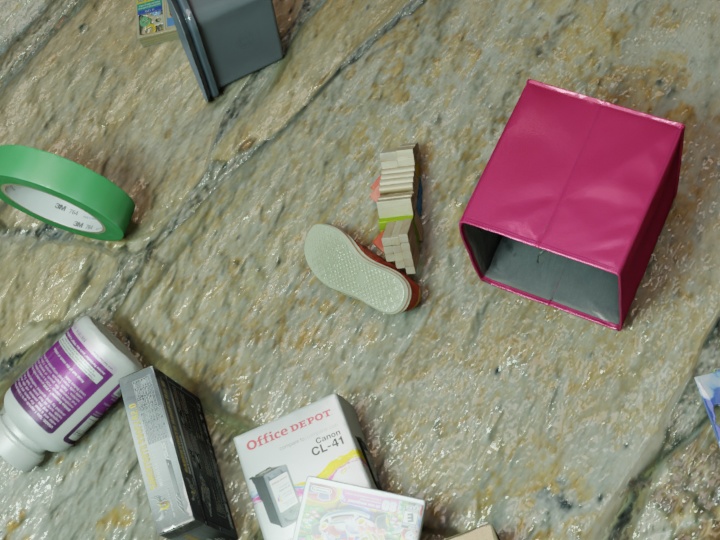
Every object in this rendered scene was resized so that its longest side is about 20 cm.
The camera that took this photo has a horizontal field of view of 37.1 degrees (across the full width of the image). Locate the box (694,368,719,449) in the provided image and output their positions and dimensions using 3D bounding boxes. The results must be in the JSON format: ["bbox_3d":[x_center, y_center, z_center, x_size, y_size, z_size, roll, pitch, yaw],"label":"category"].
[{"bbox_3d":[0.496,0.153,1.222,0.200,0.048,0.122,-17,65,7],"label":"box"}]

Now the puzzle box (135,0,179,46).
[{"bbox_3d":[-0.249,-0.427,1.651,0.200,0.025,0.133,-12,66,10],"label":"puzzle box"}]

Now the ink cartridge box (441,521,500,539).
[{"bbox_3d":[0.088,0.400,1.212,0.200,0.075,0.165,-22,64,6],"label":"ink cartridge box"}]

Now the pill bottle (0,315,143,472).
[{"bbox_3d":[-0.391,0.164,1.405,0.200,0.112,0.112,-45,66,-6],"label":"pill bottle"}]

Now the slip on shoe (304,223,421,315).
[{"bbox_3d":[0.000,0.000,1.405,0.200,0.061,0.074,32,103,35],"label":"slip on shoe"}]

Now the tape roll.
[{"bbox_3d":[-0.410,-0.104,1.467,0.200,0.200,0.048,14,73,19],"label":"tape roll"}]

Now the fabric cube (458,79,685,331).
[{"bbox_3d":[0.257,-0.076,1.291,0.200,0.196,0.200,20,75,21],"label":"fabric cube"}]

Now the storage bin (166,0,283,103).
[{"bbox_3d":[-0.195,-0.360,1.528,0.134,0.200,0.146,-22,65,-7],"label":"storage bin"}]

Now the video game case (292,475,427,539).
[{"bbox_3d":[-0.014,0.343,1.203,0.143,0.018,0.200,9,74,14],"label":"video game case"}]

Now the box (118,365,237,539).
[{"bbox_3d":[-0.221,0.233,1.310,0.048,0.158,0.200,-23,66,5],"label":"box"}]

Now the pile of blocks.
[{"bbox_3d":[0.045,-0.082,1.414,0.062,0.082,0.200,-5,54,15],"label":"pile of blocks"}]

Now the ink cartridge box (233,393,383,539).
[{"bbox_3d":[-0.051,0.271,1.293,0.147,0.086,0.200,-24,67,4],"label":"ink cartridge box"}]
